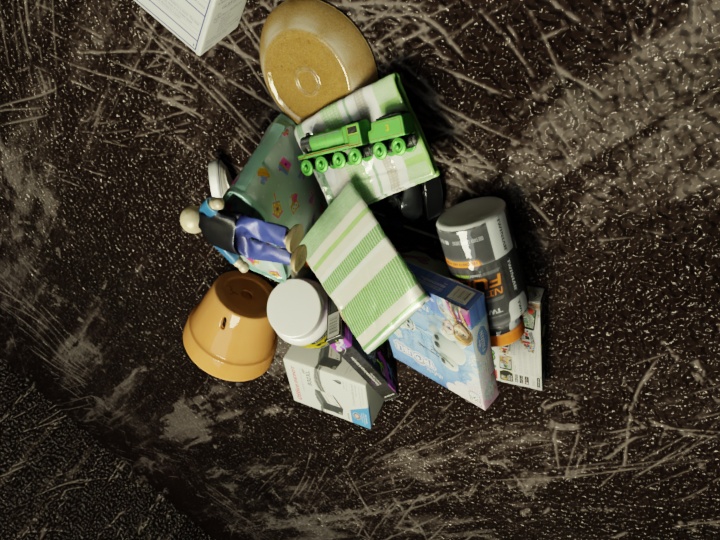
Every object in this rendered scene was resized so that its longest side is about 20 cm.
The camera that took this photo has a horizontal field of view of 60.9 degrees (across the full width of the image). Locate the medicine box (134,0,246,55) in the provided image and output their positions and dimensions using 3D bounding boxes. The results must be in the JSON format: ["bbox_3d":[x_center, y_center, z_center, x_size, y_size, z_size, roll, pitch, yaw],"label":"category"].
[{"bbox_3d":[-0.225,-0.425,0.781,0.181,0.104,0.200,39,139,-5],"label":"medicine box"}]

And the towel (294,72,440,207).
[{"bbox_3d":[0.002,-0.167,0.856,0.196,0.031,0.152,-15,109,42],"label":"towel"}]

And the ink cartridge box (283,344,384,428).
[{"bbox_3d":[-0.054,0.232,1.305,0.194,0.084,0.148,15,136,22],"label":"ink cartridge box"}]

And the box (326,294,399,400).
[{"bbox_3d":[0.006,0.116,1.076,0.035,0.146,0.201,-23,131,22],"label":"box"}]

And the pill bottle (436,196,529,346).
[{"bbox_3d":[0.184,0.007,0.889,0.104,0.106,0.205,-4,116,36],"label":"pill bottle"}]

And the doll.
[{"bbox_3d":[-0.171,-0.049,0.861,0.194,0.049,0.139,16,142,18],"label":"doll"}]

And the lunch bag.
[{"bbox_3d":[-0.138,-0.113,0.951,0.119,0.173,0.203,17,148,19],"label":"lunch bag"}]

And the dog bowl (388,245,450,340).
[{"bbox_3d":[0.099,0.046,1.033,0.195,0.074,0.204,20,137,19],"label":"dog bowl"}]

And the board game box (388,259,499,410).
[{"bbox_3d":[0.111,0.090,0.931,0.197,0.043,0.203,24,143,43],"label":"board game box"}]

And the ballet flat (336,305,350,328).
[{"bbox_3d":[-0.018,0.001,0.970,0.067,0.066,0.207,109,146,-83],"label":"ballet flat"}]

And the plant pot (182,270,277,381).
[{"bbox_3d":[-0.248,0.100,1.244,0.197,0.201,0.142,31,124,3],"label":"plant pot"}]

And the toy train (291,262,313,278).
[{"bbox_3d":[-0.056,-0.020,1.082,0.193,0.087,0.117,6,149,20],"label":"toy train"}]

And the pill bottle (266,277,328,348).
[{"bbox_3d":[-0.098,0.078,1.097,0.112,0.117,0.200,25,175,10],"label":"pill bottle"}]

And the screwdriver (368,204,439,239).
[{"bbox_3d":[0.081,-0.064,0.969,0.196,0.029,0.028,25,140,20],"label":"screwdriver"}]

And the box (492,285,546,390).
[{"bbox_3d":[0.251,0.109,1.018,0.107,0.035,0.204,9,133,27],"label":"box"}]

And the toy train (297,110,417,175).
[{"bbox_3d":[-0.010,-0.170,0.824,0.195,0.041,0.058,-4,105,37],"label":"toy train"}]

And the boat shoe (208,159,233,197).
[{"bbox_3d":[-0.218,-0.112,1.114,0.067,0.072,0.205,-9,124,5],"label":"boat shoe"}]

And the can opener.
[{"bbox_3d":[0.066,-0.160,0.882,0.063,0.077,0.205,46,157,55],"label":"can opener"}]

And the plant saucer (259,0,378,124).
[{"bbox_3d":[-0.069,-0.275,0.870,0.195,0.036,0.204,19,137,19],"label":"plant saucer"}]

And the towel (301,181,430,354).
[{"bbox_3d":[0.000,0.000,0.898,0.152,0.023,0.203,-44,75,37],"label":"towel"}]
